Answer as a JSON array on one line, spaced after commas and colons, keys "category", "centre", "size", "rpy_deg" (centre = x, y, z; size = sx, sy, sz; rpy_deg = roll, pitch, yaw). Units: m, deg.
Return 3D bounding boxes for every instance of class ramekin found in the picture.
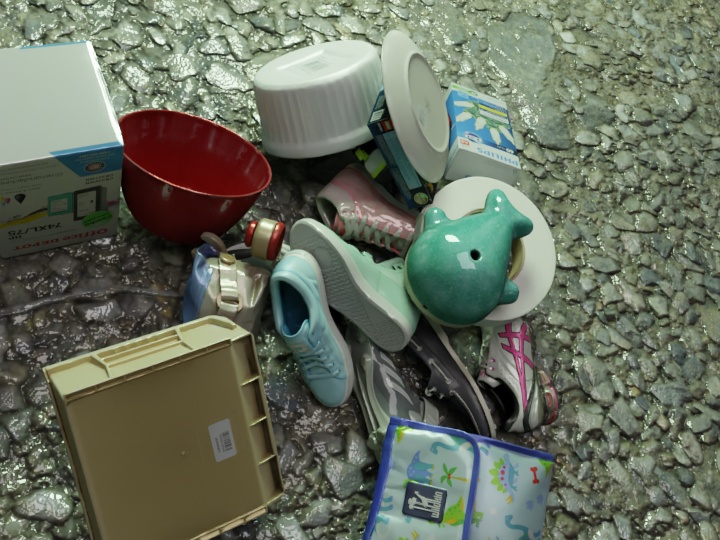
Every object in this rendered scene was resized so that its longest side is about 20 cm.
[{"category": "ramekin", "centre": [-0.054, -0.243, 1.046], "size": [0.197, 0.099, 0.202], "rpy_deg": [-11, 31, 7]}]

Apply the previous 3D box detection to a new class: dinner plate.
[{"category": "dinner plate", "centre": [0.080, -0.216, 0.985], "size": [0.200, 0.024, 0.204], "rpy_deg": [34, 50, -53]}]

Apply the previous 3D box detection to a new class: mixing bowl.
[{"category": "mixing bowl", "centre": [-0.220, -0.105, 0.949], "size": [0.197, 0.110, 0.201], "rpy_deg": [18, 30, -11]}]

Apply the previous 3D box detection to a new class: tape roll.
[{"category": "tape roll", "centre": [0.166, -0.027, 1.015], "size": [0.199, 0.037, 0.207], "rpy_deg": [4, 71, -13]}]

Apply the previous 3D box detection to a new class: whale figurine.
[{"category": "whale figurine", "centre": [0.144, -0.025, 0.932], "size": [0.159, 0.104, 0.200], "rpy_deg": [46, 67, 4]}]

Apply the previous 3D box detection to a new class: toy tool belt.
[{"category": "toy tool belt", "centre": [-0.173, 0.022, 0.890], "size": [0.121, 0.125, 0.203], "rpy_deg": [18, 101, 1]}]

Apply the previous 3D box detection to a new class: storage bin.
[{"category": "storage bin", "centre": [-0.196, 0.174, 0.780], "size": [0.196, 0.093, 0.204], "rpy_deg": [-17, 106, -28]}]

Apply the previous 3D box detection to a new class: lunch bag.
[{"category": "lunch bag", "centre": [0.108, 0.273, 0.863], "size": [0.197, 0.127, 0.173], "rpy_deg": [17, 73, -11]}]

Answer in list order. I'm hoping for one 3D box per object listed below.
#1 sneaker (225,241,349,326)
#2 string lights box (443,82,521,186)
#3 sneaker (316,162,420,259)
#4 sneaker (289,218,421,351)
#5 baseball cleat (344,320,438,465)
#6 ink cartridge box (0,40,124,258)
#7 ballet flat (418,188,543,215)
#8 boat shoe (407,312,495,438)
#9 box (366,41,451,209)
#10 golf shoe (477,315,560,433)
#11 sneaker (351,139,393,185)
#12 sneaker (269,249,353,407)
[{"category": "sneaker", "centre": [-0.093, 0.016, 0.975], "size": [0.197, 0.074, 0.081], "rpy_deg": [16, 64, -12]}, {"category": "string lights box", "centre": [0.179, -0.202, 1.160], "size": [0.101, 0.059, 0.202], "rpy_deg": [16, 39, -11]}, {"category": "sneaker", "centre": [0.020, -0.057, 1.050], "size": [0.200, 0.076, 0.104], "rpy_deg": [43, 53, 14]}, {"category": "sneaker", "centre": [0.000, 0.000, 0.958], "size": [0.201, 0.074, 0.118], "rpy_deg": [46, 35, -4]}, {"category": "baseball cleat", "centre": [0.038, 0.154, 0.963], "size": [0.105, 0.070, 0.203], "rpy_deg": [1, 67, -35]}, {"category": "ink cartridge box", "centre": [-0.368, -0.136, 0.877], "size": [0.145, 0.200, 0.148], "rpy_deg": [-15, 70, -26]}, {"category": "ballet flat", "centre": [0.179, -0.094, 1.140], "size": [0.196, 0.073, 0.074], "rpy_deg": [8, 60, -9]}, {"category": "boat shoe", "centre": [0.106, 0.142, 0.992], "size": [0.062, 0.073, 0.202], "rpy_deg": [-28, 72, -9]}, {"category": "box", "centre": [0.072, -0.201, 1.029], "size": [0.138, 0.037, 0.202], "rpy_deg": [58, 32, -33]}, {"category": "golf shoe", "centre": [0.195, 0.119, 1.023], "size": [0.091, 0.073, 0.203], "rpy_deg": [-10, 67, -25]}, {"category": "sneaker", "centre": [0.033, -0.197, 1.091], "size": [0.082, 0.072, 0.201], "rpy_deg": [37, 27, -10]}, {"category": "sneaker", "centre": [-0.068, 0.083, 0.902], "size": [0.082, 0.073, 0.203], "rpy_deg": [-44, 118, -62]}]
